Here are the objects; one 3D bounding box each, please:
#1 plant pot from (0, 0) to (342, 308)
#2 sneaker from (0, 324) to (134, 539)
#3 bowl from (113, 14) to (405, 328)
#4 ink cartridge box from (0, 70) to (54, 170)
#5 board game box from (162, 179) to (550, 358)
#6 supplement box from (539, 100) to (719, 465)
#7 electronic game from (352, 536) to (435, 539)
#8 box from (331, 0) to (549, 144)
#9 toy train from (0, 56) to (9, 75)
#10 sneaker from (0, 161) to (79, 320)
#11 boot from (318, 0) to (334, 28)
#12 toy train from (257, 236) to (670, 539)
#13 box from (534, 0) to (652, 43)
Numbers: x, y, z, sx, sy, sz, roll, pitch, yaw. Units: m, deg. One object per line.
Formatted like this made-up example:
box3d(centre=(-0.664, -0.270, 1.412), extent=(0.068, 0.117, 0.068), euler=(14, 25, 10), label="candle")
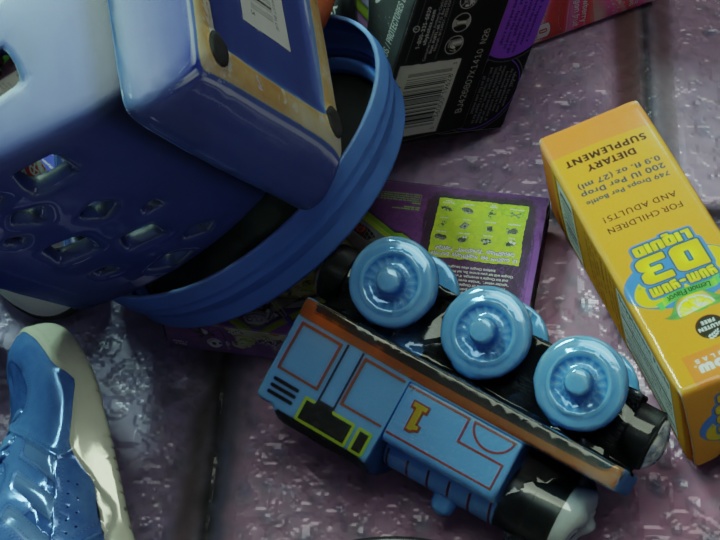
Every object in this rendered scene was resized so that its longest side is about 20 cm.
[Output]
box3d(centre=(-0.123, -0.111, 0.802), extent=(0.179, 0.200, 0.201), euler=(-17, 71, 22), label="plant pot")
box3d(centre=(-0.176, 0.115, 0.826), extent=(0.111, 0.077, 0.201), euler=(-8, 57, -20), label="sneaker")
box3d(centre=(-0.063, -0.054, 0.927), extent=(0.200, 0.039, 0.201), euler=(-27, 37, 22), label="bowl")
box3d(centre=(-0.167, -0.098, 1.037), extent=(0.200, 0.037, 0.095), euler=(-36, 57, -25), label="ink cartridge box")
box3d(centre=(0.000, 0.000, 0.953), extent=(0.199, 0.032, 0.120), euler=(7, 48, 10), label="board game box")
box3d(centre=(0.162, 0.002, 0.902), extent=(0.066, 0.069, 0.200), euler=(-22, 49, -2), label="supplement box")
box3d(centre=(0.013, 0.211, 0.774), extent=(0.199, 0.042, 0.201), euler=(-2, 51, 2), label="electronic game")
box3d(centre=(0.008, -0.183, 1.022), extent=(0.106, 0.123, 0.200), euler=(-12, 48, -34), label="box")
box3d(centre=(-0.215, -0.190, 1.113), extent=(0.056, 0.042, 0.200), euler=(26, 57, 10), label="toy train")
box3d(centre=(-0.211, -0.059, 0.906), extent=(0.067, 0.108, 0.202), euler=(-25, 95, 1), label="sneaker")
box3d(centre=(-0.103, -0.122, 0.946), extent=(0.199, 0.075, 0.108), euler=(-17, 47, 32), label="boot")
box3d(centre=(0.052, 0.064, 0.851), extent=(0.199, 0.087, 0.115), euler=(28, 91, 16), label="toy train")
box3d(centre=(0.124, -0.250, 1.034), extent=(0.102, 0.200, 0.095), euler=(-21, 53, -12), label="box")
